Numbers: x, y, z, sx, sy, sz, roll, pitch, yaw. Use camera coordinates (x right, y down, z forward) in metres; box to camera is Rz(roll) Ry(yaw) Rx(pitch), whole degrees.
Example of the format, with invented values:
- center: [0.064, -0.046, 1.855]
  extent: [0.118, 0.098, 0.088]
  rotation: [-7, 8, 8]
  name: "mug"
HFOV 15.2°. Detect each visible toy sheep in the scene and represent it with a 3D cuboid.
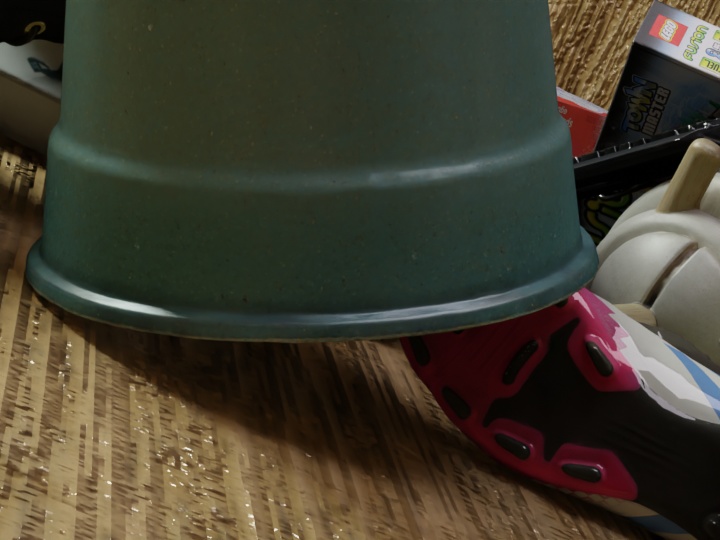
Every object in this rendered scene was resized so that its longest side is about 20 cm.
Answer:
- center: [0.157, 0.015, 1.153]
  extent: [0.138, 0.138, 0.200]
  rotation: [30, 19, 38]
  name: "toy sheep"

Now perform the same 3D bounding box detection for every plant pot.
- center: [-0.019, -0.096, 0.914]
  extent: [0.199, 0.197, 0.200]
  rotation: [-1, 16, 0]
  name: "plant pot"

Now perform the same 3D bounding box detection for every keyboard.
- center: [0.113, -0.046, 1.242]
  extent: [0.200, 0.021, 0.127]
  rotation: [-14, -6, 43]
  name: "keyboard"

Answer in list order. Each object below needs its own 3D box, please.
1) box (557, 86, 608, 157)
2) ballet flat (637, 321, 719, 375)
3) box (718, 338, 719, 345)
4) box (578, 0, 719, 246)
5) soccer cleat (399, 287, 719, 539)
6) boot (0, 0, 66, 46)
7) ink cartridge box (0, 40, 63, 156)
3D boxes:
- center: [0.058, -0.075, 1.553]
  extent: [0.100, 0.096, 0.200]
  rotation: [29, 10, 37]
  name: "box"
- center: [0.147, 0.070, 1.078]
  extent: [0.200, 0.068, 0.046]
  rotation: [17, -31, -27]
  name: "ballet flat"
- center: [0.216, 0.088, 0.906]
  extent: [0.200, 0.048, 0.122]
  rotation: [29, 29, -34]
  name: "box"
- center: [0.163, -0.033, 1.325]
  extent: [0.110, 0.200, 0.035]
  rotation: [24, 50, 8]
  name: "box"
- center: [0.101, 0.059, 0.971]
  extent: [0.200, 0.070, 0.086]
  rotation: [33, 2, 18]
  name: "soccer cleat"
- center: [-0.143, -0.090, 1.009]
  extent: [0.204, 0.154, 0.073]
  rotation: [51, -18, -29]
  name: "boot"
- center: [-0.109, -0.120, 1.231]
  extent: [0.200, 0.044, 0.174]
  rotation: [26, 49, 14]
  name: "ink cartridge box"
